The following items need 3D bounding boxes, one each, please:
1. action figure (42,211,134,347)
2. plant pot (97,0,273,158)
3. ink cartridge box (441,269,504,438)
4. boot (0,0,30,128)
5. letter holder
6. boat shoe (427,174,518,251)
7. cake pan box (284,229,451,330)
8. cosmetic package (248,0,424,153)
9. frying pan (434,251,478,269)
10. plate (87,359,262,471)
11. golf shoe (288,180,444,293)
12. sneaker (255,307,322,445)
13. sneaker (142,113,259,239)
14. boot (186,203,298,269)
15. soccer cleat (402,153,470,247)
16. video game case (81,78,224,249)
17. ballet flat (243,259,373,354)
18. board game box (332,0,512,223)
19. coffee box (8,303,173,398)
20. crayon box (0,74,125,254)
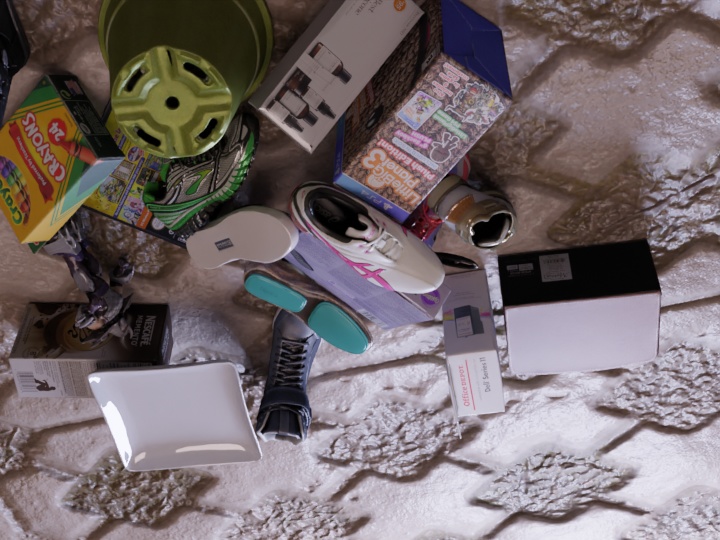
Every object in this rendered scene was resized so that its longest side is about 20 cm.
[{"bbox_3d":[-0.349,0.012,1.438,0.069,0.130,0.201,-19,116,16],"label":"action figure"},{"bbox_3d":[-0.193,-0.216,1.182,0.199,0.190,0.201,-2,122,-3],"label":"plant pot"},{"bbox_3d":[0.148,0.109,1.453,0.067,0.200,0.117,-8,130,8],"label":"ink cartridge box"},{"bbox_3d":[-0.420,-0.240,1.175,0.065,0.200,0.165,-15,128,13],"label":"boot"},{"bbox_3d":[0.290,0.055,1.473,0.199,0.101,0.143,-6,131,6],"label":"letter holder"},{"bbox_3d":[0.149,-0.056,1.342,0.075,0.068,0.200,-49,153,16],"label":"boat shoe"},{"bbox_3d":[0.000,0.000,1.373,0.200,0.052,0.184,36,165,-9],"label":"cake pan box"},{"bbox_3d":[-0.026,-0.233,1.213,0.082,0.051,0.200,38,91,-29],"label":"cosmetic package"},{"bbox_3d":[0.054,-0.012,1.413,0.190,0.031,0.115,30,147,15],"label":"frying pan"},{"bbox_3d":[-0.245,0.191,1.494,0.199,0.032,0.201,-6,130,5],"label":"plate"},{"bbox_3d":[0.009,-0.030,1.232,0.199,0.092,0.073,29,89,-11],"label":"golf shoe"},{"bbox_3d":[-0.096,0.149,1.530,0.077,0.146,0.203,9,128,-4],"label":"sneaker"},{"bbox_3d":[-0.190,-0.118,1.318,0.085,0.078,0.200,34,124,-23],"label":"sneaker"},{"bbox_3d":[-0.126,-0.056,1.348,0.200,0.090,0.073,-6,115,47],"label":"boot"},{"bbox_3d":[0.083,-0.071,1.386,0.066,0.077,0.200,16,128,-12],"label":"soccer cleat"},{"bbox_3d":[-0.249,-0.128,1.379,0.180,0.026,0.200,22,127,-17],"label":"video game case"},{"bbox_3d":[-0.062,0.036,1.479,0.200,0.067,0.068,34,127,-14],"label":"ballet flat"},{"bbox_3d":[0.066,-0.185,1.239,0.097,0.160,0.200,29,124,-20],"label":"board game box"},{"bbox_3d":[-0.365,0.110,1.522,0.199,0.113,0.080,0,130,0],"label":"coffee box"},{"bbox_3d":[-0.383,-0.122,1.326,0.200,0.051,0.127,-41,76,29],"label":"crayon box"}]
